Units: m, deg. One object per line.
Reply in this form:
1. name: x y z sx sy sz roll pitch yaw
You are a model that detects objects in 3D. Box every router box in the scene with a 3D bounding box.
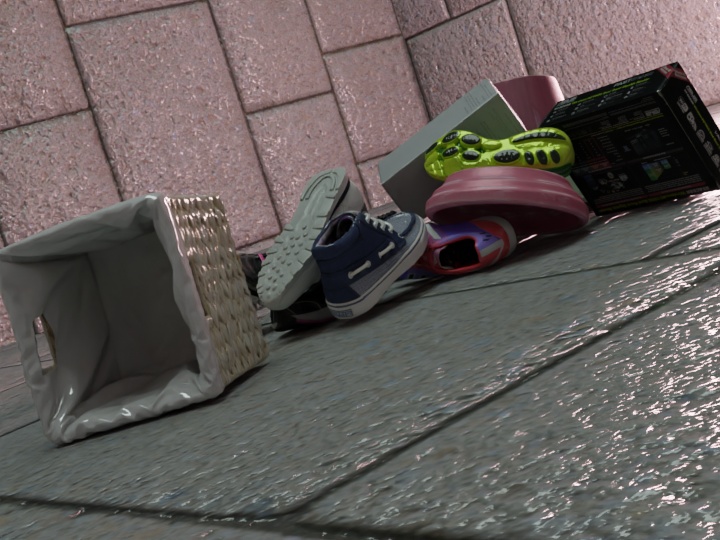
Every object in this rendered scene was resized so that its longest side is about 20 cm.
1. router box: 0.338 -0.156 1.404 0.199 0.150 0.062 -11 33 52

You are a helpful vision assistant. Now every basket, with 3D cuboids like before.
1. basket: -0.223 0.041 1.137 0.198 0.200 0.161 -17 1 17

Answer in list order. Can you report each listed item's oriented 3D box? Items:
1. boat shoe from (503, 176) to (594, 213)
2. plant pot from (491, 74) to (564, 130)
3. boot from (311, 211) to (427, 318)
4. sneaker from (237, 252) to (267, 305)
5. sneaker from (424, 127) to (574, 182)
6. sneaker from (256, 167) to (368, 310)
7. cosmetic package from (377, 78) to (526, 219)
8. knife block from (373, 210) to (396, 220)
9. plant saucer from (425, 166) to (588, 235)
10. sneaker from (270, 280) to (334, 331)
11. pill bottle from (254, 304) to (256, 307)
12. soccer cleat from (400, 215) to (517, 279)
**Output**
1. boat shoe: 0.258 -0.096 1.537 0.199 0.061 0.072 -3 42 -17
2. plant pot: 0.239 -0.179 1.672 0.197 0.181 0.200 -10 -6 -1
3. boot: 0.014 -0.037 1.307 0.072 0.091 0.200 -3 30 29
4. sneaker: -0.091 -0.008 1.475 0.198 0.074 0.088 4 -47 -40
5. sneaker: 0.174 -0.131 1.449 0.198 0.075 0.084 1 -27 25
6. sneaker: -0.049 -0.026 1.338 0.076 0.081 0.201 4 52 40
7. cosmetic package: 0.122 -0.161 1.551 0.199 0.081 0.113 -38 16 13
8. knife block: 0.000 0.000 1.603 0.064 0.175 0.202 -22 -39 -49
9. plant saucer: 0.179 -0.085 1.395 0.198 0.052 0.201 4 -8 1
10. sneaker: -0.050 0.013 1.403 0.080 0.087 0.200 -17 6 32
11. pill bottle: -0.236 0.060 1.464 0.199 0.105 0.104 -22 7 -42
12. soccer cleat: 0.095 -0.022 1.392 0.199 0.069 0.073 -10 13 44
